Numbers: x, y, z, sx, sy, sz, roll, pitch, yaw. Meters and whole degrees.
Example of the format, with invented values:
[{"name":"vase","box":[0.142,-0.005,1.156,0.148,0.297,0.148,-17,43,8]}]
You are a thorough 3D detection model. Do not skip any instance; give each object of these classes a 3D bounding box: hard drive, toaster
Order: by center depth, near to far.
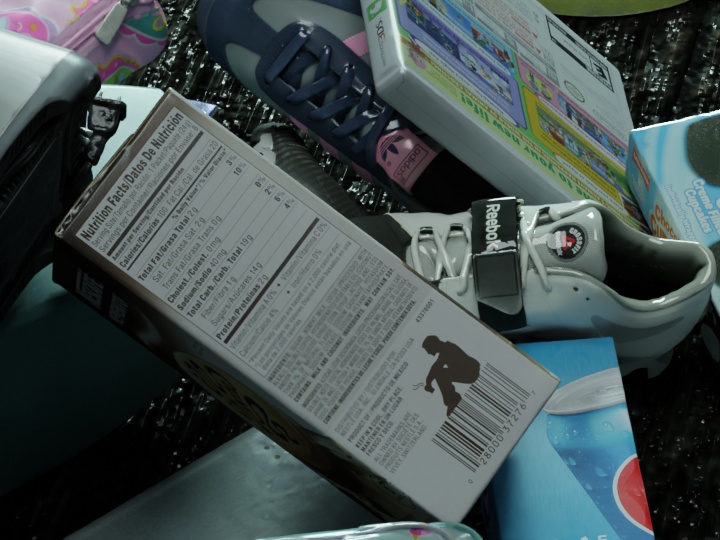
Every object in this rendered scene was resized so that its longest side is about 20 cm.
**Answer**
[{"name":"toaster","box":[-0.192,-0.037,1.196,0.129,0.114,0.200,22,49,8]},{"name":"hard drive","box":[-0.069,0.151,1.253,0.200,0.033,0.139,-30,48,-27]}]

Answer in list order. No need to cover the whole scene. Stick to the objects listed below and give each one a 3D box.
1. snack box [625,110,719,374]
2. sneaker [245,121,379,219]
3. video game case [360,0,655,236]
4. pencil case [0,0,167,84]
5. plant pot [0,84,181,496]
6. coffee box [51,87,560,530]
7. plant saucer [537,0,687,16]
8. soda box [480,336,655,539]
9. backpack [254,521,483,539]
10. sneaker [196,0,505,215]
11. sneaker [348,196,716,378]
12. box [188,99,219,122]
[{"name":"snack box","box":[0.215,0.002,1.384,0.116,0.037,0.200,-13,51,-11]},{"name":"sneaker","box":[0.000,0.000,1.403,0.090,0.067,0.200,-10,45,-13]},{"name":"video game case","box":[0.072,-0.093,1.432,0.022,0.200,0.182,-38,34,23]},{"name":"pencil case","box":[-0.181,-0.095,1.454,0.087,0.088,0.200,24,47,28]},{"name":"plant pot","box":[-0.158,0.005,1.335,0.199,0.142,0.141,-22,57,-27]},{"name":"coffee box","box":[-0.027,0.023,1.202,0.200,0.113,0.080,36,79,1]},{"name":"plant saucer","box":[0.134,-0.217,1.669,0.199,0.031,0.200,-2,40,2]},{"name":"soda box","box":[0.091,0.119,1.258,0.068,0.064,0.200,-4,41,-2]},{"name":"backpack","box":[-0.036,0.188,1.103,0.199,0.153,0.176,-8,67,-3]},{"name":"sneaker","box":[0.009,-0.079,1.414,0.200,0.070,0.082,29,19,-12]},{"name":"sneaker","box":[0.070,-0.005,1.325,0.199,0.089,0.074,5,59,-20]},{"name":"box","box":[-0.187,-0.061,1.504,0.199,0.032,0.121,14,43,17]}]
